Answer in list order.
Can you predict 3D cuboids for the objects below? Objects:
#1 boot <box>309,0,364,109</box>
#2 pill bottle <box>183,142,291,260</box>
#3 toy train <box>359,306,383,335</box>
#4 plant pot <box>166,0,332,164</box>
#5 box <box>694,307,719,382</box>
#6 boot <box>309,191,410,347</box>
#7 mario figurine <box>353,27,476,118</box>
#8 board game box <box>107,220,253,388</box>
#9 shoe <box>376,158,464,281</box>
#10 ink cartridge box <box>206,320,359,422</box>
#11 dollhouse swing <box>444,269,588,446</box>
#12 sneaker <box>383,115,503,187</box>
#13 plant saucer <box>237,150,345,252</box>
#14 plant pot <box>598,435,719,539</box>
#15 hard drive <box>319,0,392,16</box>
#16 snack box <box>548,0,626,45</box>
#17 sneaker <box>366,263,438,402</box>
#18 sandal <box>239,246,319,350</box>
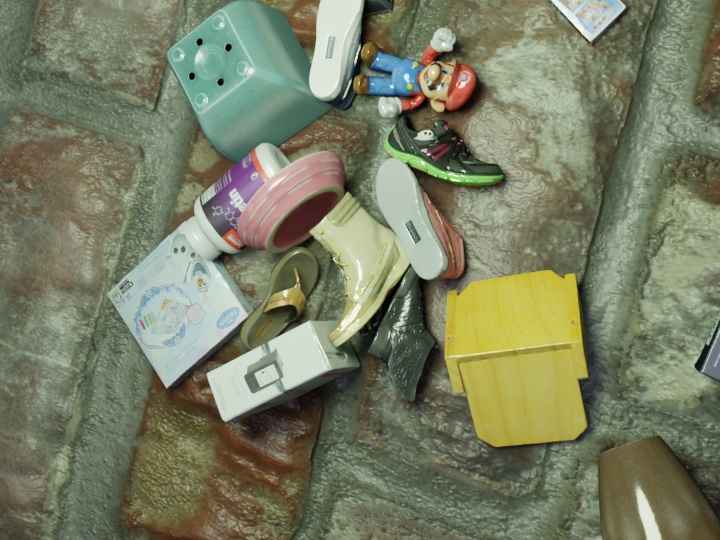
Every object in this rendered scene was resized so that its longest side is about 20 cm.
[{"bbox_3d":[-0.029,-0.363,1.399,0.071,0.090,0.205,16,91,20],"label":"boot"},{"bbox_3d":[-0.192,-0.106,1.432,0.199,0.112,0.113,-38,78,14],"label":"pill bottle"},{"bbox_3d":[0.000,0.000,1.405,0.055,0.042,0.205,-12,85,6],"label":"toy train"},{"bbox_3d":[-0.196,-0.307,1.394,0.194,0.199,0.199,-32,79,15],"label":"plant pot"},{"bbox_3d":[0.573,0.108,1.177,0.197,0.104,0.151,25,96,17],"label":"box"},{"bbox_3d":[-0.025,-0.002,1.340,0.155,0.073,0.201,39,77,-8],"label":"boot"},{"bbox_3d":[0.083,-0.303,1.347,0.196,0.106,0.126,13,124,25],"label":"mario figurine"},{"bbox_3d":[-0.307,0.058,1.502,0.199,0.043,0.201,-39,77,13],"label":"board game box"},{"bbox_3d":[0.094,-0.076,1.351,0.071,0.090,0.203,-32,71,27],"label":"shoe"},{"bbox_3d":[-0.118,0.156,1.383,0.197,0.145,0.085,-27,78,16],"label":"ink cartridge box"},{"bbox_3d":[0.244,0.135,1.323,0.196,0.177,0.184,-10,44,18],"label":"dollhouse swing"},{"bbox_3d":[0.129,-0.184,1.347,0.197,0.077,0.085,24,100,16],"label":"sneaker"},{"bbox_3d":[-0.097,-0.096,1.353,0.200,0.200,0.051,-42,73,12],"label":"plant saucer"},{"bbox_3d":[0.403,0.340,1.204,0.184,0.187,0.204,-23,67,16],"label":"plant pot"},{"bbox_3d":[-0.015,-0.515,1.421,0.132,0.042,0.205,-4,87,18],"label":"hard drive"},{"bbox_3d":[0.307,-0.437,1.322,0.072,0.024,0.201,-41,77,12],"label":"snack box"},{"bbox_3d":[0.080,0.091,1.365,0.103,0.060,0.203,27,81,-4],"label":"sneaker"},{"bbox_3d":[-0.126,0.056,1.419,0.202,0.079,0.054,-56,34,13],"label":"sandal"}]
